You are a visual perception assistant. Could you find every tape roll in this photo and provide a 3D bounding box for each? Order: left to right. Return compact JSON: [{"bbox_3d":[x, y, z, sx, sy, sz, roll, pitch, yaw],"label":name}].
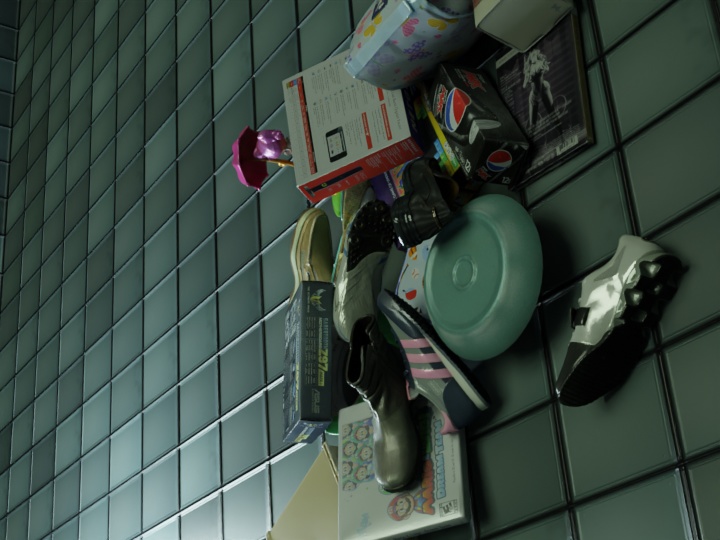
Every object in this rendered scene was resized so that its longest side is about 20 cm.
[{"bbox_3d":[-0.008,0.139,1.696,0.200,0.048,0.203,-27,57,51],"label":"tape roll"}]

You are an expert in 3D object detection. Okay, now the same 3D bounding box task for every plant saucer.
[{"bbox_3d":[0.134,0.005,1.401,0.199,0.036,0.202,-18,67,50],"label":"plant saucer"}]

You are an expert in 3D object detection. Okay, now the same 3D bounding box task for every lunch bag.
[{"bbox_3d":[0.082,-0.338,1.561,0.128,0.199,0.170,53,135,7],"label":"lunch bag"},{"bbox_3d":[0.126,0.010,1.507,0.199,0.075,0.162,21,100,57],"label":"lunch bag"}]

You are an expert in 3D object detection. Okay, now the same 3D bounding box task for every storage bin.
[{"bbox_3d":[-0.027,0.374,1.602,0.201,0.093,0.199,-58,37,28],"label":"storage bin"}]

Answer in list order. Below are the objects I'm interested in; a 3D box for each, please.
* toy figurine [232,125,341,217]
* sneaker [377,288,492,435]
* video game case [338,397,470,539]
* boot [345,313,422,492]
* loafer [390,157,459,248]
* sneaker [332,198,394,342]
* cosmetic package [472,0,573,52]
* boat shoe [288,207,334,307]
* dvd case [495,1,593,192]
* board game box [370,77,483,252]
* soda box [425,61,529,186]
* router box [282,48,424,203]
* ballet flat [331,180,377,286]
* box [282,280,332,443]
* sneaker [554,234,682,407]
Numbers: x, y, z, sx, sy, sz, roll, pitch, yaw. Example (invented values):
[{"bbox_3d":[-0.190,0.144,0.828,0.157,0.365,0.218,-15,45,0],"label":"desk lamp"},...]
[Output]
[{"bbox_3d":[-0.101,-0.174,1.775,0.200,0.182,0.152,125,146,-63],"label":"toy figurine"},{"bbox_3d":[0.072,0.115,1.462,0.082,0.070,0.200,-44,72,12],"label":"sneaker"},{"bbox_3d":[0.051,0.245,1.494,0.181,0.024,0.202,-20,50,25],"label":"video game case"},{"bbox_3d":[0.019,0.165,1.465,0.067,0.131,0.202,-17,51,26],"label":"boot"},{"bbox_3d":[0.091,-0.091,1.466,0.072,0.073,0.201,-16,27,18],"label":"loafer"},{"bbox_3d":[0.000,0.000,1.623,0.072,0.071,0.202,-177,99,-73],"label":"sneaker"},{"bbox_3d":[0.199,-0.396,1.502,0.103,0.087,0.202,-40,42,42],"label":"cosmetic package"},{"bbox_3d":[-0.062,0.005,1.804,0.076,0.071,0.202,25,122,41],"label":"boat shoe"},{"bbox_3d":[0.228,-0.218,1.477,0.148,0.016,0.202,-33,54,50],"label":"dvd case"},{"bbox_3d":[0.086,-0.149,1.642,0.166,0.056,0.201,-53,39,32],"label":"board game box"},{"bbox_3d":[0.148,-0.192,1.518,0.201,0.070,0.064,-111,34,-50],"label":"soda box"},{"bbox_3d":[-0.014,-0.216,1.649,0.178,0.049,0.202,-22,55,18],"label":"router box"},{"bbox_3d":[0.002,-0.062,1.719,0.071,0.070,0.202,30,116,57],"label":"ballet flat"},{"bbox_3d":[-0.075,0.133,1.667,0.158,0.050,0.202,120,151,-68],"label":"box"},{"bbox_3d":[0.266,0.053,1.276,0.201,0.074,0.089,-59,35,11],"label":"sneaker"}]
